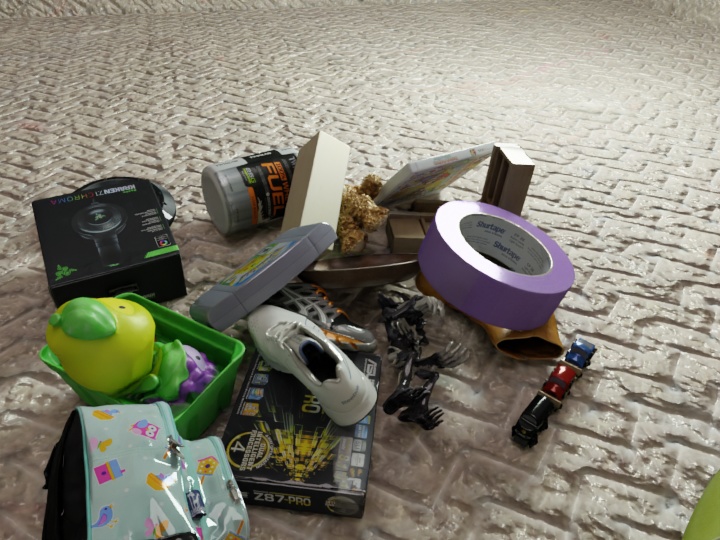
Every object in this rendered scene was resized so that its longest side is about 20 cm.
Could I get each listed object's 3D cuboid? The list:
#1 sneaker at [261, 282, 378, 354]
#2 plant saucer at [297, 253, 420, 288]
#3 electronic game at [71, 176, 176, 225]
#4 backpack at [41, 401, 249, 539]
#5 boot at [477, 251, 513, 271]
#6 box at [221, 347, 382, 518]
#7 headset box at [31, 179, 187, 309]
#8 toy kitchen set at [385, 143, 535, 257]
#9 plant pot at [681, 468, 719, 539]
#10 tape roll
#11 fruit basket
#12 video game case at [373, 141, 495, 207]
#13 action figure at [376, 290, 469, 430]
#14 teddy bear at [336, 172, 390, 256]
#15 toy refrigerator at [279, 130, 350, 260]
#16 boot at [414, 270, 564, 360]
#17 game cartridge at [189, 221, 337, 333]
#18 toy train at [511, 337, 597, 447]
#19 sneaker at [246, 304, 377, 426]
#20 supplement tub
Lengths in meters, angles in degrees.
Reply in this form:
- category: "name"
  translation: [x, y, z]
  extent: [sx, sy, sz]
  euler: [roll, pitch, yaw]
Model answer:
- category: "sneaker"
  translation: [-0.063, 0.057, 0.744]
  extent: [0.199, 0.078, 0.077]
  euler: [20, 66, 22]
- category: "plant saucer"
  translation: [0.000, 0.000, 0.818]
  extent: [0.199, 0.032, 0.200]
  euler: [-6, 6, 1]
- category: "electronic game"
  translation: [-0.429, -0.103, 0.988]
  extent: [0.199, 0.042, 0.200]
  euler: [5, 43, -4]
- category: "backpack"
  translation: [-0.187, 0.211, 0.471]
  extent: [0.153, 0.176, 0.200]
  euler: [-5, 35, -37]
- category: "boot"
  translation: [0.216, -0.007, 0.863]
  extent: [0.199, 0.075, 0.097]
  euler: [-9, 35, -17]
- category: "box"
  translation: [-0.063, 0.170, 0.633]
  extent: [0.160, 0.049, 0.200]
  euler: [7, 35, 4]
- category: "headset box"
  translation: [-0.369, -0.026, 0.826]
  extent: [0.174, 0.093, 0.200]
  euler: [-16, 51, -23]
- category: "toy kitchen set"
  translation: [0.149, -0.133, 0.939]
  extent: [0.199, 0.181, 0.163]
  euler: [1, 35, -8]
- category: "plant pot"
  translation: [0.371, 0.239, 0.478]
  extent: [0.187, 0.188, 0.200]
  euler: [21, 26, 24]
- category: "tape roll"
  translation: [0.181, -0.012, 0.755]
  extent: [0.199, 0.066, 0.200]
  euler: [15, 35, -11]
- category: "fruit basket"
  translation: [-0.248, 0.086, 0.613]
  extent: [0.215, 0.216, 0.156]
  euler: [19, 40, 22]
- category: "video game case"
  translation: [0.118, -0.163, 0.999]
  extent: [0.181, 0.200, 0.023]
  euler: [-19, 84, -25]
- category: "action figure"
  translation: [0.076, 0.091, 0.694]
  extent: [0.102, 0.119, 0.200]
  euler: [-24, 37, 23]
- category: "teddy bear"
  translation: [-0.020, -0.101, 0.949]
  extent: [0.067, 0.145, 0.200]
  euler: [32, 30, -30]
- category: "toy refrigerator"
  translation: [-0.072, -0.118, 0.914]
  extent: [0.070, 0.076, 0.201]
  euler: [22, 61, -28]
- category: "boot"
  translation: [0.174, 0.056, 0.774]
  extent: [0.200, 0.071, 0.144]
  euler: [10, 30, 0]
- category: "game cartridge"
  translation: [-0.128, 0.004, 0.734]
  extent: [0.200, 0.041, 0.133]
  euler: [-41, 21, -23]
- category: "toy train"
  translation: [0.243, 0.140, 0.689]
  extent: [0.034, 0.046, 0.200]
  euler: [27, 43, 30]
- category: "sneaker"
  translation: [-0.063, 0.086, 0.625]
  extent: [0.200, 0.087, 0.075]
  euler: [30, 67, 37]
- category: "supplement tub"
  translation: [-0.169, -0.147, 0.993]
  extent: [0.199, 0.123, 0.123]
  euler: [-21, 42, -27]
